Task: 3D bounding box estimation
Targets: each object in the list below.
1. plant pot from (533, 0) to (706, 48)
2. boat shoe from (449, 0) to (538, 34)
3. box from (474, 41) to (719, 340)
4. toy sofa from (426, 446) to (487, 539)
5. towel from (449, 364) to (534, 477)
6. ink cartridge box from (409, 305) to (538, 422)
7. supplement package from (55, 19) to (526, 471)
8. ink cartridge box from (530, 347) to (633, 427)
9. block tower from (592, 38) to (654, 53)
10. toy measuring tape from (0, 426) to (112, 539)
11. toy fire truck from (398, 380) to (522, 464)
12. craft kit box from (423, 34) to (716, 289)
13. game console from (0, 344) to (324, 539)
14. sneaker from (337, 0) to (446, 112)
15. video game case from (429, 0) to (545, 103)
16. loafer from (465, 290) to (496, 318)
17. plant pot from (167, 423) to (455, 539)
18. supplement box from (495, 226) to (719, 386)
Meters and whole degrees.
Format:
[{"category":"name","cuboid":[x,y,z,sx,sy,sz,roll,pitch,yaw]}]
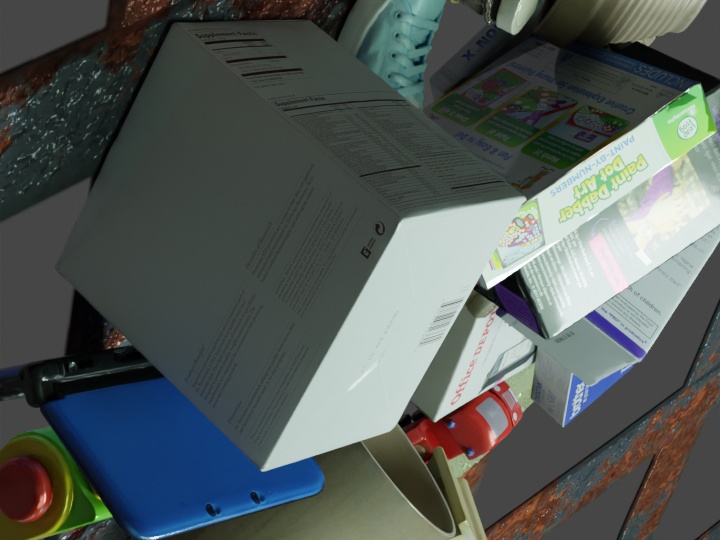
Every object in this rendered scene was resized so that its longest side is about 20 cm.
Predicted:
[{"category":"plant pot","cuboid":[0.206,-0.230,1.513,0.202,0.092,0.201,-61,-176,6]},{"category":"boat shoe","cuboid":[0.110,-0.223,1.479,0.200,0.059,0.072,-54,165,-53]},{"category":"box","cuboid":[0.167,-0.061,1.573,0.199,0.122,0.106,-33,121,-13]},{"category":"toy sofa","cuboid":[0.003,0.235,1.800,0.199,0.083,0.098,-22,136,3]},{"category":"towel","cuboid":[0.128,0.113,2.049,0.200,0.036,0.148,-46,157,-7]},{"category":"ink cartridge box","cuboid":[0.116,0.019,1.833,0.200,0.086,0.148,-29,150,-41]},{"category":"supplement package","cuboid":[-0.045,-0.022,1.359,0.147,0.200,0.192,-11,137,-54]},{"category":"ink cartridge box","cuboid":[0.196,0.043,1.848,0.094,0.044,0.200,-38,155,-23]},{"category":"block tower","cuboid":[0.138,-0.119,1.651,0.200,0.058,0.054,-48,156,0]},{"category":"toy measuring tape","cuboid":[-0.231,0.146,1.428,0.199,0.074,0.073,-19,172,32]},{"category":"toy fire truck","cuboid":[0.035,0.170,1.876,0.200,0.049,0.141,-29,-170,36]},{"category":"craft kit box","cuboid":[0.108,-0.082,1.498,0.197,0.200,0.049,-31,118,-15]},{"category":"game console","cuboid":[-0.151,0.107,1.376,0.170,0.119,0.200,-13,177,34]},{"category":"sneaker","cuboid":[0.022,-0.122,1.470,0.074,0.082,0.201,-8,133,-57]},{"category":"video game case","cuboid":[0.133,-0.151,1.690,0.182,0.022,0.200,-44,155,-12]},{"category":"loafer","cuboid":[0.127,-0.055,1.713,0.200,0.068,0.076,-54,-176,-28]},{"category":"plant pot","cuboid":[-0.061,0.185,1.696,0.200,0.188,0.187,-36,157,7]},{"category":"supplement box","cuboid":[0.210,-0.024,1.709,0.200,0.103,0.101,-55,-175,-21]}]
